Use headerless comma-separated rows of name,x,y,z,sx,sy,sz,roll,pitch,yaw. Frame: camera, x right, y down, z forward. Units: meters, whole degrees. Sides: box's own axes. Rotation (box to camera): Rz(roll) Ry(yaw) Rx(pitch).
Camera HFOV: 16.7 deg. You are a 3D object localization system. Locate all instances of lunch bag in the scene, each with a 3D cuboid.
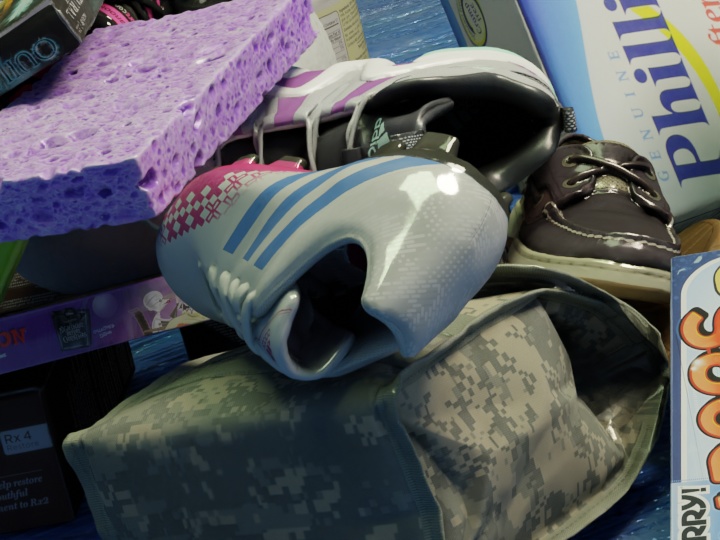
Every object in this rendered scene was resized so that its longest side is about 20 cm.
lunch bag,0.012,0.064,0.981,0.164,0.118,0.200,-9,13,35

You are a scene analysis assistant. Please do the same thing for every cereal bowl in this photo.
cereal bowl,-0.090,-0.051,1.220,0.200,0.083,0.200,-32,14,9

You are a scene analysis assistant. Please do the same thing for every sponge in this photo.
sponge,-0.101,-0.068,1.045,0.111,0.030,0.200,-8,23,24

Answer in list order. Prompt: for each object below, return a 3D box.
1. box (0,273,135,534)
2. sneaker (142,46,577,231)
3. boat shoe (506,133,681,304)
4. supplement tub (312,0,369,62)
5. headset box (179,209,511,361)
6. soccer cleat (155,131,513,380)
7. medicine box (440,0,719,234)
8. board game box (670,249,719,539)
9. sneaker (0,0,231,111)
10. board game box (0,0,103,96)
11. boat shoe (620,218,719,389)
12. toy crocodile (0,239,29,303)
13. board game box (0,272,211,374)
box,-0.178,0.062,1.213,0.100,0.075,0.200,-11,16,8
sneaker,-0.004,-0.054,1.061,0.199,0.078,0.140,-16,10,-4
boat shoe,0.105,-0.027,1.101,0.072,0.065,0.200,12,7,-4
supplement tub,-0.065,-0.111,1.447,0.145,0.201,0.145,-13,17,4
headset box,0.000,0.000,1.256,0.148,0.077,0.200,-12,16,10
soccer cleat,-0.028,0.003,0.898,0.200,0.070,0.086,-13,40,54
medicine box,0.167,-0.116,1.277,0.200,0.183,0.103,-20,-7,-20
board game box,0.183,0.059,0.903,0.135,0.035,0.200,-10,37,14
sneaker,-0.116,-0.121,1.217,0.200,0.077,0.084,-48,21,-12
board game box,-0.169,-0.118,1.145,0.135,0.028,0.200,-30,20,19
boat shoe,0.157,0.030,1.094,0.073,0.063,0.200,-39,13,8
toy crocodile,-0.188,-0.014,1.111,0.062,0.068,0.200,23,-5,-26
board game box,-0.116,0.021,1.086,0.199,0.032,0.120,-14,6,-5
